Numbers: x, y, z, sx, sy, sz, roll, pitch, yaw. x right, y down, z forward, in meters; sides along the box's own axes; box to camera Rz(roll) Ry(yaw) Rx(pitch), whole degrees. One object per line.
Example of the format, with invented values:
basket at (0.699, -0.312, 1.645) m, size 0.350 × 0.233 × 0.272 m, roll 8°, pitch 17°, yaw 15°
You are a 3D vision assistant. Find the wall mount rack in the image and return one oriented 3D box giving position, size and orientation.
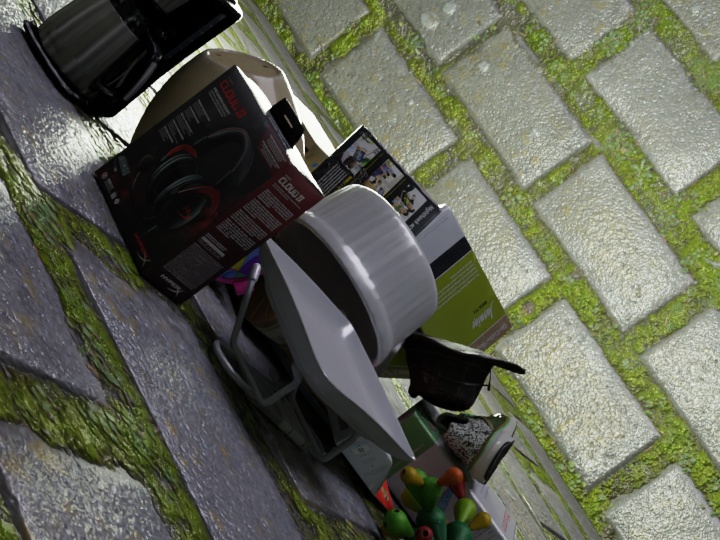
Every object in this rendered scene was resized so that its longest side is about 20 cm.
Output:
wall mount rack at (-0.075, 0.097, 1.533) m, size 0.200 × 0.074 × 0.174 m, roll 49°, pitch 8°, yaw -43°

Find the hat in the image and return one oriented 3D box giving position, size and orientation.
hat at (0.100, 0.125, 1.837) m, size 0.199 × 0.082 × 0.201 m, roll 16°, pitch -2°, yaw 1°

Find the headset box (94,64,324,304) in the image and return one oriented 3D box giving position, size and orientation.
headset box at (-0.139, -0.090, 1.470) m, size 0.075 × 0.199 × 0.149 m, roll 44°, pitch 13°, yaw -54°

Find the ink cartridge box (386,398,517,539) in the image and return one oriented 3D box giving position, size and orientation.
ink cartridge box at (0.100, 0.265, 1.845) m, size 0.200 × 0.087 × 0.145 m, roll 52°, pitch 7°, yaw 3°

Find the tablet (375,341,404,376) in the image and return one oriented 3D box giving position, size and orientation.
tablet at (-0.031, 0.042, 1.909) m, size 0.200 × 0.014 × 0.130 m, roll 46°, pitch 32°, yaw -4°

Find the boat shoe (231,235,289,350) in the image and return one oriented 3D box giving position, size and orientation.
boat shoe at (-0.110, 0.015, 1.725) m, size 0.063 × 0.073 × 0.201 m, roll 57°, pitch 10°, yaw -36°

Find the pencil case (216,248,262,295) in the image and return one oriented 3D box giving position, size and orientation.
pencil case at (-0.149, -0.052, 1.702) m, size 0.089 × 0.088 × 0.200 m, roll 51°, pitch 9°, yaw -25°

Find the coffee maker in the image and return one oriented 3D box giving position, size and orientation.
coffee maker at (-0.241, -0.274, 1.662) m, size 0.135 × 0.199 × 0.192 m, roll 54°, pitch 7°, yaw -6°

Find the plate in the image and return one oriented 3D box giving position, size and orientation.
plate at (-0.031, 0.083, 1.501) m, size 0.200 × 0.032 × 0.200 m, roll 47°, pitch 12°, yaw -48°

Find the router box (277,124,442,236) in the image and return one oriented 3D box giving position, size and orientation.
router box at (-0.018, -0.060, 1.879) m, size 0.149 × 0.200 × 0.051 m, roll 47°, pitch -23°, yaw -1°

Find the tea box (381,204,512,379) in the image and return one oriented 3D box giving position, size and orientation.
tea box at (0.063, 0.032, 2.043) m, size 0.199 × 0.133 × 0.198 m, roll -2°, pitch -60°, yaw 57°

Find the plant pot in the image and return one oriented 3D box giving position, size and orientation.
plant pot at (-0.146, -0.167, 1.678) m, size 0.199 × 0.135 × 0.201 m, roll 15°, pitch 19°, yaw -5°

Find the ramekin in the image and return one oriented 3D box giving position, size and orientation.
ramekin at (0.000, 0.000, 1.735) m, size 0.201 × 0.097 × 0.201 m, roll 48°, pitch -21°, yaw 25°

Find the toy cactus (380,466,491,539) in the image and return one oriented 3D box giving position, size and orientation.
toy cactus at (0.094, 0.292, 1.657) m, size 0.200 × 0.102 × 0.166 m, roll 20°, pitch 51°, yaw -70°

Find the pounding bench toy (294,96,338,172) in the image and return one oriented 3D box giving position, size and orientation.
pounding bench toy at (-0.107, -0.129, 2.032) m, size 0.125 × 0.156 × 0.200 m, roll 58°, pitch 9°, yaw 29°

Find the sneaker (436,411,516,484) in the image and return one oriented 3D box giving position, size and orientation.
sneaker at (0.135, 0.193, 1.836) m, size 0.088 × 0.077 × 0.200 m, roll 36°, pitch 3°, yaw 2°

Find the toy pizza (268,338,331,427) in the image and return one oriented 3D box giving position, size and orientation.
toy pizza at (-0.049, 0.114, 1.792) m, size 0.201 × 0.032 × 0.200 m, roll 53°, pitch 7°, yaw -9°

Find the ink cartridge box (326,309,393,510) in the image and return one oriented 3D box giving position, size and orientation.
ink cartridge box at (0.009, 0.163, 1.682) m, size 0.200 × 0.047 × 0.161 m, roll 58°, pitch 13°, yaw -51°
